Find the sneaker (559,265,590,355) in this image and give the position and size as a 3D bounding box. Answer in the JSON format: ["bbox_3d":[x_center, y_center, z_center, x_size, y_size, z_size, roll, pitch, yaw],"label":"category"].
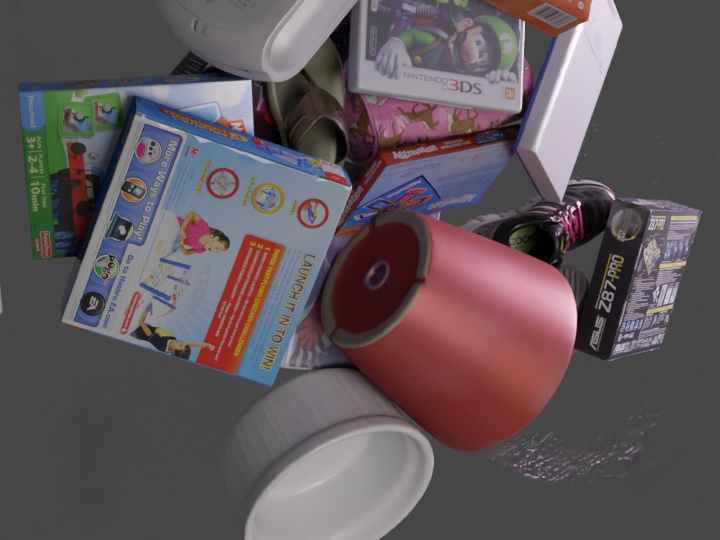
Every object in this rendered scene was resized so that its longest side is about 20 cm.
[{"bbox_3d":[0.167,0.088,1.788,0.200,0.073,0.114,-33,150,1],"label":"sneaker"}]

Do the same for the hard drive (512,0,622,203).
[{"bbox_3d":[0.207,-0.183,1.686,0.201,0.025,0.132,-69,156,-14],"label":"hard drive"}]

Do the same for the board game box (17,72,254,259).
[{"bbox_3d":[-0.191,-0.092,1.484,0.199,0.037,0.152,-4,109,-8],"label":"board game box"}]

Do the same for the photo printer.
[{"bbox_3d":[-0.075,-0.261,1.467,0.200,0.166,0.069,-52,144,-7],"label":"photo printer"}]

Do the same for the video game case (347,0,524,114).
[{"bbox_3d":[0.073,-0.251,1.548,0.181,0.023,0.201,5,86,-32],"label":"video game case"}]

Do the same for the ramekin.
[{"bbox_3d":[-0.038,0.187,1.638,0.200,0.098,0.201,-20,140,-17],"label":"ramekin"}]

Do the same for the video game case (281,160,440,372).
[{"bbox_3d":[0.000,0.000,1.647,0.182,0.023,0.201,8,95,-46],"label":"video game case"}]

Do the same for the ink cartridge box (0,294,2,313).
[{"bbox_3d":[-0.405,-0.022,1.387,0.199,0.083,0.147,-13,113,-28],"label":"ink cartridge box"}]

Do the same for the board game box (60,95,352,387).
[{"bbox_3d":[-0.134,-0.023,1.467,0.195,0.056,0.201,18,108,-15],"label":"board game box"}]

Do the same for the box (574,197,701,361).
[{"bbox_3d":[0.293,0.007,1.795,0.200,0.049,0.162,-5,113,-64],"label":"box"}]

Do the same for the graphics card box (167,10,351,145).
[{"bbox_3d":[-0.076,-0.195,1.555,0.200,0.051,0.125,-51,124,-9],"label":"graphics card box"}]

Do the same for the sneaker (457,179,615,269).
[{"bbox_3d":[0.193,-0.036,1.751,0.199,0.087,0.074,-18,115,-26],"label":"sneaker"}]

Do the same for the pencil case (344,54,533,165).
[{"bbox_3d":[0.068,-0.161,1.627,0.199,0.086,0.083,-19,100,-29],"label":"pencil case"}]

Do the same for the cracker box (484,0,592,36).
[{"bbox_3d":[0.158,-0.334,1.555,0.133,0.058,0.201,21,69,-27],"label":"cracker box"}]

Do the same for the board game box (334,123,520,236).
[{"bbox_3d":[0.066,-0.087,1.620,0.199,0.019,0.103,-15,150,-44],"label":"board game box"}]

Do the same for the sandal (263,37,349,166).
[{"bbox_3d":[-0.038,-0.121,1.532,0.079,0.057,0.202,-11,102,-29],"label":"sandal"}]

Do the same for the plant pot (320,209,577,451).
[{"bbox_3d":[0.072,0.044,1.594,0.177,0.200,0.201,32,88,-34],"label":"plant pot"}]
